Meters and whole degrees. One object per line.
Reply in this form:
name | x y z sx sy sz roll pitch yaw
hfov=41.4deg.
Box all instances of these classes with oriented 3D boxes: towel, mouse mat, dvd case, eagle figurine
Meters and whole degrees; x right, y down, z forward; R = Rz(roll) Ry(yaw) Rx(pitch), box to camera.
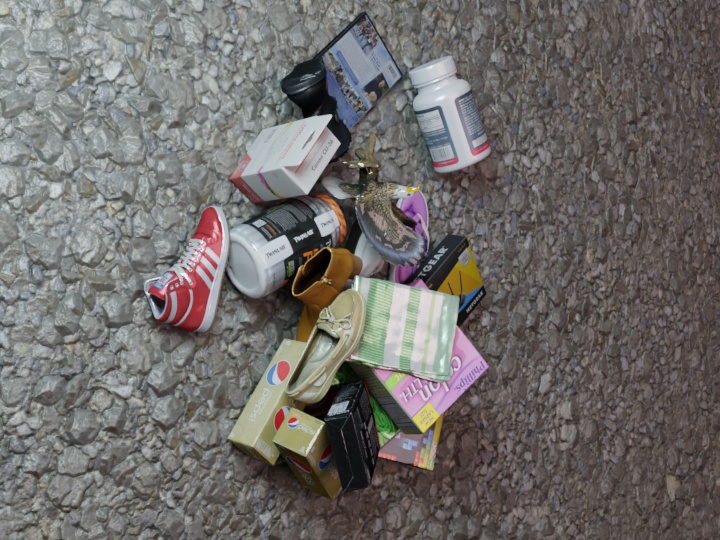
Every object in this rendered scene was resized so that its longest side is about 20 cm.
towel | 0.070 0.098 1.616 0.197 0.023 0.155 13 76 -16
mouse mat | -0.010 0.230 1.697 0.160 0.008 0.201 -37 97 -21
dvd case | -0.015 -0.363 1.758 0.200 0.017 0.143 -49 117 -29
eagle figurine | 0.038 -0.113 1.658 0.152 0.149 0.202 -44 132 -34

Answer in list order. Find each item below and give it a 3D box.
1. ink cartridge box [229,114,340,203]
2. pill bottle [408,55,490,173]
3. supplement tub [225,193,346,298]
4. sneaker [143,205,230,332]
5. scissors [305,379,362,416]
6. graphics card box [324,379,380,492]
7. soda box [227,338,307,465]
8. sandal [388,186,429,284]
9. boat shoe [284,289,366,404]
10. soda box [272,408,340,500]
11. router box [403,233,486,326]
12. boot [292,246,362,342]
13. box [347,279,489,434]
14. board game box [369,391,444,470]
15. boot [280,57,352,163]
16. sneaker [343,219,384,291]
ink cartridge box | -0.113 -0.181 1.552 0.068 0.199 0.117 45 63 -28
pill bottle | 0.168 -0.303 1.843 0.119 0.119 0.203 -31 108 -36
supplement tub | -0.125 -0.048 1.589 0.199 0.122 0.124 -31 108 -35
sneaker | -0.274 -0.009 1.497 0.111 0.071 0.204 12 83 -42
scissors | -0.015 0.221 1.688 0.197 0.014 0.074 -17 86 -22
graphics card box | -0.010 0.270 1.578 0.200 0.050 0.128 -61 138 -79
soda box | -0.137 0.218 1.600 0.064 0.067 0.202 50 59 -39
sandal | 0.103 -0.057 1.825 0.082 0.049 0.206 12 83 -39
boat shoe | -0.057 0.120 1.552 0.202 0.073 0.063 -60 144 0
soda box | -0.078 0.309 1.585 0.065 0.067 0.201 -59 153 -24
router box | 0.154 0.051 1.845 0.200 0.051 0.150 -47 129 -29
boot | -0.080 0.047 1.592 0.203 0.070 0.144 -58 156 12
box | 0.092 0.154 1.678 0.175 0.097 0.201 -40 95 -20
board game box | 0.074 0.251 1.763 0.163 0.057 0.203 17 77 -23
boot | -0.069 -0.260 1.612 0.201 0.075 0.170 -83 156 -69
sneaker | 0.000 0.000 1.722 0.084 0.072 0.202 40 63 -29
